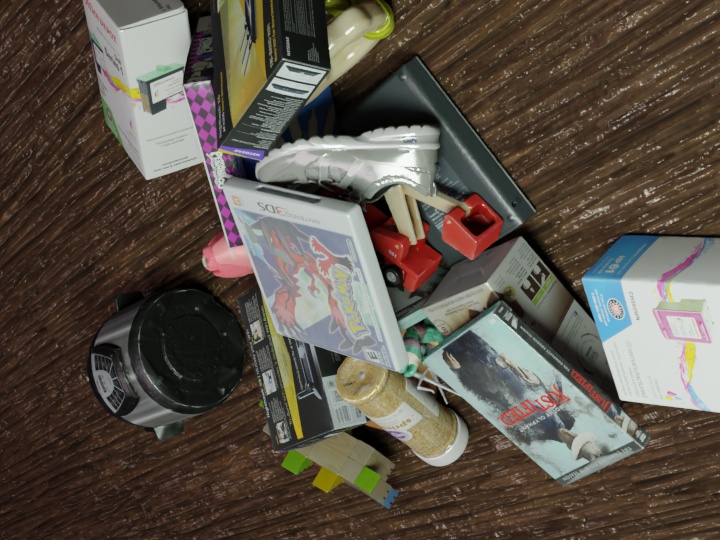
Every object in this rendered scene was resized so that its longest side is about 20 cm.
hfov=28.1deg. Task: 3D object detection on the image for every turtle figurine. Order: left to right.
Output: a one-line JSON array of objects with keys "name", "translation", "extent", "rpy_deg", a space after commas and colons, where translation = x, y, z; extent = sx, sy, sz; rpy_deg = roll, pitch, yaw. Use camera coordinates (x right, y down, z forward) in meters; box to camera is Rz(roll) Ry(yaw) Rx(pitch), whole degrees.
[{"name": "turtle figurine", "translation": [0.068, 0.067, 1.606], "extent": [0.200, 0.101, 0.150], "rpy_deg": [37, -178, 20]}]

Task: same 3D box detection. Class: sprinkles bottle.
[{"name": "sprinkles bottle", "translation": [0.050, 0.158, 1.648], "extent": [0.068, 0.068, 0.200], "rpy_deg": [12, 160, 40]}]

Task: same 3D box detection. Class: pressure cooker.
[{"name": "pressure cooker", "translation": [-0.270, 0.125, 1.942], "extent": [0.178, 0.176, 0.200], "rpy_deg": [33, 151, -24]}]

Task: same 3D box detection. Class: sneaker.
[{"name": "sneaker", "translation": [-0.145, -0.028, 1.695], "extent": [0.200, 0.087, 0.074], "rpy_deg": [84, 167, -87]}, {"name": "sneaker", "translation": [-0.015, -0.097, 1.443], "extent": [0.200, 0.075, 0.082], "rpy_deg": [-6, 93, 24]}]

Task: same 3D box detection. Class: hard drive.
[{"name": "hard drive", "translation": [0.075, -0.108, 1.493], "extent": [0.200, 0.033, 0.140], "rpy_deg": [52, 144, -3]}]

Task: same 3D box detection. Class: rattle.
[{"name": "rattle", "translation": [-0.074, -0.228, 1.440], "extent": [0.143, 0.130, 0.200], "rpy_deg": [43, 124, -11]}]

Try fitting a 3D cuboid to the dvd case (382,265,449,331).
[{"name": "dvd case", "translation": [0.000, 0.000, 1.575], "extent": [0.200, 0.146, 0.022], "rpy_deg": [29, 123, 28]}]

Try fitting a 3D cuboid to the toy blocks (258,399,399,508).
[{"name": "toy blocks", "translation": [-0.029, 0.236, 1.839], "extent": [0.200, 0.100, 0.137], "rpy_deg": [26, 169, 30]}]

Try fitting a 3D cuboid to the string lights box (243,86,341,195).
[{"name": "string lights box", "translation": [-0.076, -0.144, 1.563], "extent": [0.059, 0.103, 0.200], "rpy_deg": [16, 132, 39]}]

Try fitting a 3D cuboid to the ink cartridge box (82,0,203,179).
[{"name": "ink cartridge box", "translation": [-0.247, -0.230, 1.644], "extent": [0.145, 0.084, 0.200], "rpy_deg": [50, 153, 45]}]

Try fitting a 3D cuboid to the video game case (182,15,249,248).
[{"name": "video game case", "translation": [-0.149, -0.156, 1.583], "extent": [0.036, 0.181, 0.200], "rpy_deg": [-10, 121, 5]}]

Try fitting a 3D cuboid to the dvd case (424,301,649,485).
[{"name": "dvd case", "translation": [0.173, 0.127, 1.441], "extent": [0.200, 0.022, 0.146], "rpy_deg": [41, 145, -6]}]

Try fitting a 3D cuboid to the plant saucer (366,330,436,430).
[{"name": "plant saucer", "translation": [0.004, 0.119, 1.764], "extent": [0.200, 0.037, 0.200], "rpy_deg": [27, 138, 27]}]

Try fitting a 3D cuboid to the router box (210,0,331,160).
[{"name": "router box", "translation": [-0.091, -0.232, 1.382], "extent": [0.157, 0.052, 0.200], "rpy_deg": [-47, 41, 49]}]

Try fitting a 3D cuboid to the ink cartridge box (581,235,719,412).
[{"name": "ink cartridge box", "translation": [0.323, 0.050, 1.327], "extent": [0.200, 0.085, 0.145], "rpy_deg": [2, 122, 44]}]

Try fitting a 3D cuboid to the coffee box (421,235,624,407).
[{"name": "coffee box", "translation": [0.175, 0.075, 1.483], "extent": [0.200, 0.080, 0.113], "rpy_deg": [48, 144, -12]}]

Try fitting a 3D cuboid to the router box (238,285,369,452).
[{"name": "router box", "translation": [-0.071, 0.105, 1.720], "extent": [0.157, 0.052, 0.200], "rpy_deg": [-28, 73, 56]}]

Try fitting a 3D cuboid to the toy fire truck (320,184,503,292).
[{"name": "toy fire truck", "translation": [0.044, -0.054, 1.504], "extent": [0.200, 0.049, 0.141], "rpy_deg": [37, 142, 19]}]

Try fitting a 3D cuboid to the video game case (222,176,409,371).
[{"name": "video game case", "translation": [-0.047, 0.004, 1.482], "extent": [0.182, 0.023, 0.200], "rpy_deg": [15, 135, 40]}]
